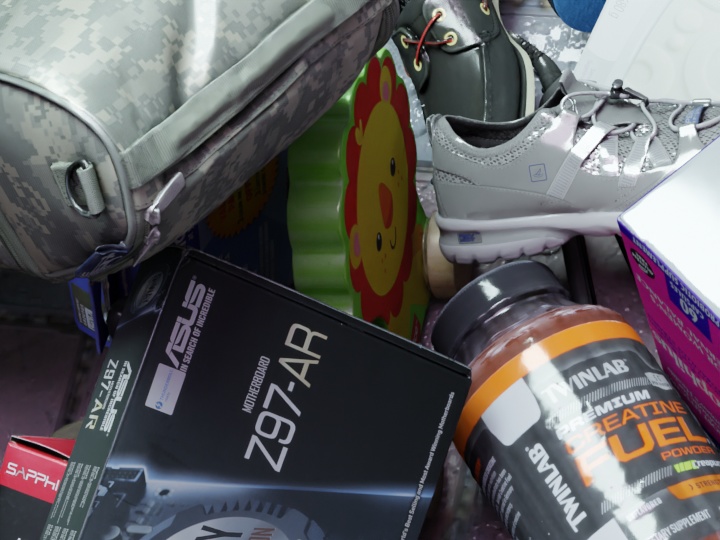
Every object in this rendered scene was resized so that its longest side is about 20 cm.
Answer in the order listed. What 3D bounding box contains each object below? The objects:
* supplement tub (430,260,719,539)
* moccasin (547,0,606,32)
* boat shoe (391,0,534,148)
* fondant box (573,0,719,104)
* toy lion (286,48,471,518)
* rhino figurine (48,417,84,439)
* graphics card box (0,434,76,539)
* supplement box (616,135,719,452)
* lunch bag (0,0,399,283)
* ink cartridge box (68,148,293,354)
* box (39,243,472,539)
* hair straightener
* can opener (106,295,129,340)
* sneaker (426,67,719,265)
[{"bbox_3d":[0.110,0.091,1.265,0.107,0.107,0.200,-31,61,-3],"label":"supplement tub"},{"bbox_3d":[0.186,-0.194,1.427,0.200,0.081,0.068,-26,45,-4],"label":"moccasin"},{"bbox_3d":[0.046,-0.124,1.416,0.074,0.063,0.202,-37,46,37],"label":"boat shoe"},{"bbox_3d":[0.219,-0.101,1.328,0.200,0.058,0.144,28,100,19],"label":"fondant box"},{"bbox_3d":[0.000,0.000,1.299,0.069,0.192,0.200,0,62,15],"label":"toy lion"},{"bbox_3d":[-0.087,0.139,1.324,0.087,0.060,0.200,-39,66,-14],"label":"rhino figurine"},{"bbox_3d":[-0.143,0.180,1.238,0.051,0.125,0.200,18,92,22],"label":"graphics card box"},{"bbox_3d":[0.200,0.024,1.226,0.103,0.200,0.101,-38,58,-6],"label":"supplement box"},{"bbox_3d":[-0.097,-0.088,1.165,0.168,0.139,0.200,3,37,48],"label":"lunch bag"},{"bbox_3d":[-0.080,-0.039,1.342,0.076,0.137,0.200,31,53,28],"label":"ink cartridge box"},{"bbox_3d":[-0.053,0.108,1.182,0.044,0.160,0.200,2,70,62],"label":"box"},{"bbox_3d":[0.095,-0.044,1.385,0.077,0.041,0.200,-20,58,3],"label":"hair straightener"},{"bbox_3d":[-0.056,0.094,1.247,0.079,0.063,0.200,-42,103,-21],"label":"can opener"},{"bbox_3d":[0.122,-0.060,1.284,0.200,0.082,0.075,-14,15,18],"label":"sneaker"}]
